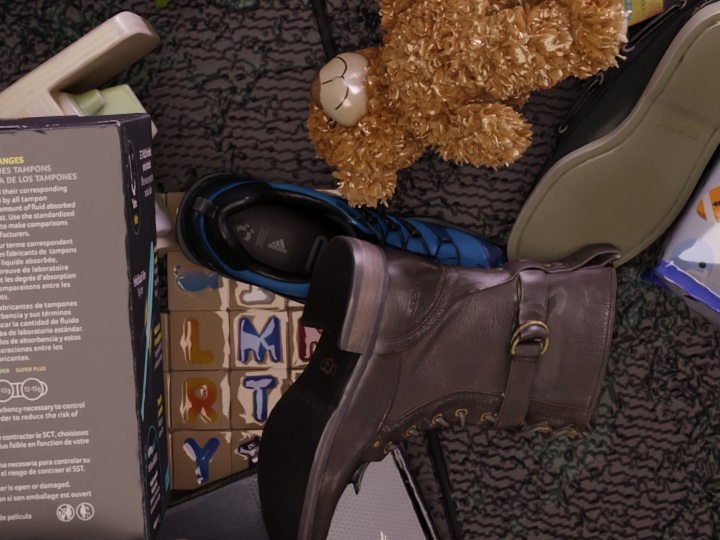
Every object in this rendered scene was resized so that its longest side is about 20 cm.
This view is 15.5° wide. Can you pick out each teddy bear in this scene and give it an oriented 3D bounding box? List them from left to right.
[{"bbox_3d":[0.047,-0.113,1.343,0.200,0.067,0.145,-11,84,33],"label":"teddy bear"}]

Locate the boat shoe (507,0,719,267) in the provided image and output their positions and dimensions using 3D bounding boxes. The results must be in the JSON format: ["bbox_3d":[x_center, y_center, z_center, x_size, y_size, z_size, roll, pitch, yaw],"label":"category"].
[{"bbox_3d":[0.145,-0.076,1.400,0.074,0.066,0.199,23,122,-17],"label":"boat shoe"}]

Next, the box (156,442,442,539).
[{"bbox_3d":[-0.046,0.187,1.453,0.200,0.051,0.158,-21,94,3],"label":"box"}]

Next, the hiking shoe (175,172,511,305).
[{"bbox_3d":[0.000,0.000,1.413,0.200,0.087,0.074,12,91,-11],"label":"hiking shoe"}]

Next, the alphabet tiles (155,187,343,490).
[{"bbox_3d":[-0.073,0.039,1.471,0.200,0.008,0.167,-1,93,3],"label":"alphabet tiles"}]

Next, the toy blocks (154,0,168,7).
[{"bbox_3d":[-0.048,-0.247,1.420,0.137,0.100,0.200,-3,83,-10],"label":"toy blocks"}]

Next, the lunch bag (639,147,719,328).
[{"bbox_3d":[0.275,-0.013,1.397,0.200,0.124,0.170,31,91,3],"label":"lunch bag"}]

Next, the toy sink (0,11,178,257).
[{"bbox_3d":[-0.168,-0.034,1.403,0.200,0.130,0.112,-34,91,2],"label":"toy sink"}]

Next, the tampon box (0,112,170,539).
[{"bbox_3d":[-0.163,0.027,1.267,0.126,0.150,0.200,-3,94,1],"label":"tampon box"}]

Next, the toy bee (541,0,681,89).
[{"bbox_3d":[0.115,-0.141,1.404,0.200,0.109,0.131,-28,134,18],"label":"toy bee"}]

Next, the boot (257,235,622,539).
[{"bbox_3d":[0.048,0.073,1.388,0.174,0.069,0.200,8,109,-26],"label":"boot"}]
